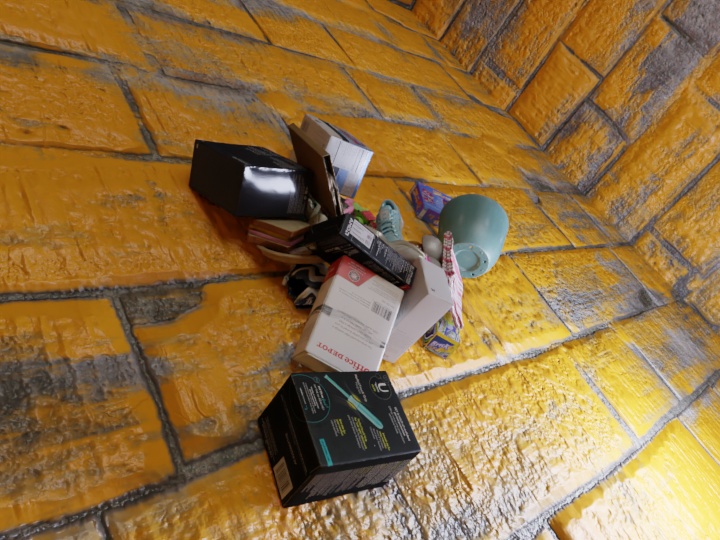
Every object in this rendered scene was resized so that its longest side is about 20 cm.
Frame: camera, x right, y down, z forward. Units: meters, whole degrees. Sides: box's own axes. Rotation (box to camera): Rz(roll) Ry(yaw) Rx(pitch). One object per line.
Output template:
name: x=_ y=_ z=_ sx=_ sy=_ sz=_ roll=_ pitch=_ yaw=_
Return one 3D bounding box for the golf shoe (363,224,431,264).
golf shoe: x=0.054 y=-0.025 z=1.190 sx=0.197 sy=0.076 sz=0.092 roll=22 pitch=55 yaw=27

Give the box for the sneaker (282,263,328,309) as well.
sneaker: x=-0.074 y=0.058 z=1.131 sx=0.199 sy=0.080 sz=0.129 roll=43 pitch=35 yaw=8

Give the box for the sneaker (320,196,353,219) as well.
sneaker: x=-0.069 y=-0.148 z=1.357 sx=0.094 sy=0.080 sz=0.200 roll=30 pitch=11 yaw=-9

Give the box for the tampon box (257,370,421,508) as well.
tampon box: x=-0.034 y=0.257 z=0.888 sx=0.197 sy=0.127 sz=0.152 roll=7 pitch=44 yaw=-39

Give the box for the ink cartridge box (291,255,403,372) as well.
ink cartridge box: x=-0.022 y=0.101 z=1.049 sx=0.145 sy=0.083 sz=0.203 roll=31 pitch=62 yaw=-16

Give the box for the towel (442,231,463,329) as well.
towel: x=0.217 y=0.018 z=1.301 sx=0.201 sy=0.029 sz=0.149 roll=-74 pitch=151 yaw=-57

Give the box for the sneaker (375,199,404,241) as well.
sneaker: x=0.060 y=-0.104 z=1.325 sx=0.201 sy=0.072 sz=0.083 roll=-88 pitch=155 yaw=-61

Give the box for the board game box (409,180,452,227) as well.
board game box: x=0.254 y=-0.187 z=1.760 sx=0.197 sy=0.045 sz=0.136 roll=22 pitch=37 yaw=-24

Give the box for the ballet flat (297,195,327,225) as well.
ballet flat: x=-0.112 y=-0.120 z=1.311 sx=0.066 sy=0.071 sz=0.202 roll=8 pitch=44 yaw=-38

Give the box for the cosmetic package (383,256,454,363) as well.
cosmetic package: x=0.092 y=0.083 z=1.143 sx=0.070 sy=0.200 sz=0.103 roll=23 pitch=36 yaw=-26

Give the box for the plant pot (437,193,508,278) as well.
plant pot: x=0.301 y=-0.079 z=1.554 sx=0.198 sy=0.201 sz=0.163 roll=31 pitch=46 yaw=-10

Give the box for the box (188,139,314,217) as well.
box: x=-0.232 y=-0.193 z=1.192 sx=0.180 sy=0.106 sz=0.198 roll=-4 pitch=26 yaw=-46

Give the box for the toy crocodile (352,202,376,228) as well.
toy crocodile: x=0.030 y=-0.102 z=1.432 sx=0.067 sy=0.062 sz=0.202 roll=-5 pitch=52 yaw=-46

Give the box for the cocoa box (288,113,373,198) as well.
cocoa box: x=-0.079 y=-0.293 z=1.444 sx=0.129 sy=0.136 sz=0.200 roll=13 pitch=22 yaw=-32

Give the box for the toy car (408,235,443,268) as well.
toy car: x=0.118 y=0.026 z=1.306 sx=0.202 sy=0.171 sz=0.152 roll=-77 pitch=147 yaw=-54

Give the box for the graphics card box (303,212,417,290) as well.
graphics card box: x=0.001 y=-0.026 z=1.088 sx=0.199 sy=0.124 sz=0.052 roll=35 pitch=63 yaw=-30

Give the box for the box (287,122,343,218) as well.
box: x=-0.096 y=-0.210 z=1.217 sx=0.021 sy=0.166 sz=0.200 roll=-24 pitch=39 yaw=-14

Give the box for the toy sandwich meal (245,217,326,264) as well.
toy sandwich meal: x=-0.132 y=-0.072 z=1.174 sx=0.200 sy=0.072 sz=0.206 roll=5 pitch=17 yaw=-2

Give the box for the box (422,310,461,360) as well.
box: x=0.189 y=0.108 z=1.333 sx=0.069 sy=0.065 sz=0.202 roll=28 pitch=34 yaw=-15
